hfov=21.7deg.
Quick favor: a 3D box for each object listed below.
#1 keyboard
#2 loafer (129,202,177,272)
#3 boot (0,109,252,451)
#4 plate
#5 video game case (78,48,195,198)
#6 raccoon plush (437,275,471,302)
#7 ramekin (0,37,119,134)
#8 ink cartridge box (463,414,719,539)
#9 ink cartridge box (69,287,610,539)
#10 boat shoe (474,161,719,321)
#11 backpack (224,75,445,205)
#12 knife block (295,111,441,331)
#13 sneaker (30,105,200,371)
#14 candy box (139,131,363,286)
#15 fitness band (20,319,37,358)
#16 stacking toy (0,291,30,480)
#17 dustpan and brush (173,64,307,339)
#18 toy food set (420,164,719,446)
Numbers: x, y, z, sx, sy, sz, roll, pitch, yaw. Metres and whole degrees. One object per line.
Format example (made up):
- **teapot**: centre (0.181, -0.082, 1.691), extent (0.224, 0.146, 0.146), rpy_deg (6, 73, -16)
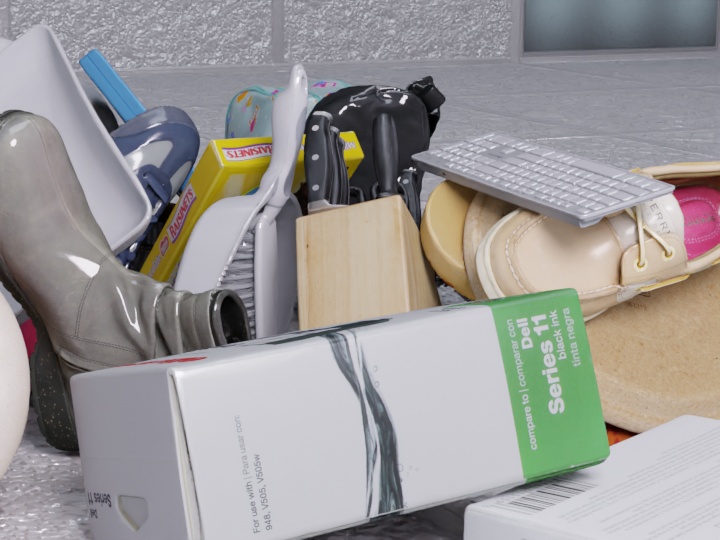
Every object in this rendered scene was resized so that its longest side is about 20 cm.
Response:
- **keyboard**: centre (0.094, -0.053, 1.019), extent (0.056, 0.011, 0.200), rpy_deg (-23, 20, -18)
- **loafer**: centre (-0.135, -0.014, 1.392), extent (0.073, 0.072, 0.200), rpy_deg (-1, 10, -4)
- **boot**: centre (-0.114, 0.011, 0.953), extent (0.131, 0.200, 0.068), rpy_deg (2, 27, 31)
- **plate**: centre (-0.224, -0.026, 1.091), extent (0.200, 0.032, 0.200), rpy_deg (-37, 48, 4)
- **video game case**: centre (-0.120, -0.059, 1.303), extent (0.143, 0.018, 0.200), rpy_deg (50, -4, 23)
- **raccoon plush**: centre (0.086, 0.017, 1.324), extent (0.200, 0.097, 0.134), rpy_deg (-27, 14, 26)
- **ramekin**: centre (-0.241, -0.053, 1.294), extent (0.094, 0.203, 0.202), rpy_deg (18, 16, 16)
- **ink cartridge box**: centre (0.170, 0.115, 0.828), extent (0.173, 0.044, 0.200), rpy_deg (10, 14, 37)
- **ink cartridge box**: centre (-0.014, 0.067, 0.845), extent (0.200, 0.083, 0.147), rpy_deg (-10, 0, -27)
- **boat shoe**: centre (0.146, -0.023, 1.003), extent (0.200, 0.074, 0.069), rpy_deg (-19, -11, -41)
- **backpack**: centre (-0.026, -0.073, 1.356), extent (0.126, 0.167, 0.200), rpy_deg (10, 9, -19)
- **knife block**: centre (0.000, 0.000, 1.039), extent (0.064, 0.176, 0.200), rpy_deg (-13, 8, 13)
- **sneaker**: centre (-0.157, -0.009, 1.149), extent (0.082, 0.200, 0.070), rpy_deg (38, -3, 39)
- **candy box**: centre (-0.081, -0.019, 1.211), extent (0.102, 0.026, 0.200), rpy_deg (-4, -32, -29)
- **fitness band**: centre (-0.260, 0.002, 1.135), extent (0.200, 0.144, 0.037), rpy_deg (9, -23, 34)
- **stacking toy**: centre (-0.211, 0.060, 0.935), extent (0.146, 0.146, 0.200), rpy_deg (2, -4, 8)
- **dustpan and brush**: centre (-0.061, -0.022, 1.102), extent (0.057, 0.200, 0.140), rpy_deg (7, 12, 21)
- **toy food set**: centre (0.139, 0.018, 1.057), extent (0.200, 0.049, 0.198), rpy_deg (-2, 53, -33)
